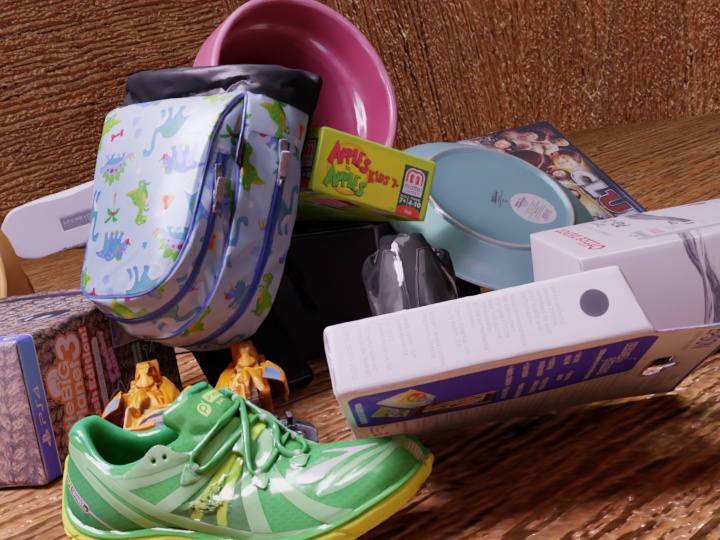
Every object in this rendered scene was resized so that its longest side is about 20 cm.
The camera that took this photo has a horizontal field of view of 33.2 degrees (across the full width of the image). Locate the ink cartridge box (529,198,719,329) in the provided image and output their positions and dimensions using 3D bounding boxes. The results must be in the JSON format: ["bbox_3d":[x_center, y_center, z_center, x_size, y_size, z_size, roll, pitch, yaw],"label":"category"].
[{"bbox_3d":[0.236,0.003,0.874,0.199,0.083,0.147,-11,9,-4],"label":"ink cartridge box"}]

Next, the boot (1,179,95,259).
[{"bbox_3d":[-0.245,-0.064,1.183,0.199,0.074,0.096,-10,14,5],"label":"boot"}]

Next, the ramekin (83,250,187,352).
[{"bbox_3d":[-0.165,0.012,1.198,0.199,0.106,0.200,-10,8,2],"label":"ramekin"}]

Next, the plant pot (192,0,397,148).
[{"bbox_3d":[-0.093,-0.140,1.178,0.199,0.201,0.179,-17,-6,-37],"label":"plant pot"}]

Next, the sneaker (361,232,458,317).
[{"bbox_3d":[0.038,0.024,0.796,0.066,0.091,0.200,-9,-14,3],"label":"sneaker"}]

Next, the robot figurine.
[{"bbox_3d":[-0.103,0.095,0.751,0.144,0.059,0.200,-12,8,-5],"label":"robot figurine"}]

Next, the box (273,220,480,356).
[{"bbox_3d":[0.000,0.000,1.081,0.148,0.108,0.200,-5,10,29],"label":"box"}]

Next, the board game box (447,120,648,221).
[{"bbox_3d":[0.178,-0.055,1.087,0.135,0.035,0.200,-16,49,-34],"label":"board game box"}]

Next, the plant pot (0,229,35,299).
[{"bbox_3d":[-0.385,0.033,1.103,0.199,0.202,0.183,-9,-6,4],"label":"plant pot"}]

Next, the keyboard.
[{"bbox_3d":[-0.096,0.013,0.949,0.126,0.201,0.021,-18,-30,-29],"label":"keyboard"}]

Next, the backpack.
[{"bbox_3d":[-0.119,-0.044,0.861,0.162,0.202,0.153,3,3,34],"label":"backpack"}]

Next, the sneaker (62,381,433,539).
[{"bbox_3d":[-0.064,0.099,0.603,0.199,0.084,0.074,-6,10,14],"label":"sneaker"}]

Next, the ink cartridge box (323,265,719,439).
[{"bbox_3d":[0.086,0.050,0.655,0.198,0.044,0.198,-10,-16,0],"label":"ink cartridge box"}]

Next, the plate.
[{"bbox_3d":[0.112,-0.055,1.011,0.199,0.026,0.201,12,38,-9],"label":"plate"}]

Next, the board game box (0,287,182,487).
[{"bbox_3d":[-0.250,0.081,0.886,0.158,0.098,0.200,-7,9,20],"label":"board game box"}]

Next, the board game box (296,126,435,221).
[{"bbox_3d":[-0.039,-0.073,0.965,0.101,0.048,0.200,15,-5,-30],"label":"board game box"}]
